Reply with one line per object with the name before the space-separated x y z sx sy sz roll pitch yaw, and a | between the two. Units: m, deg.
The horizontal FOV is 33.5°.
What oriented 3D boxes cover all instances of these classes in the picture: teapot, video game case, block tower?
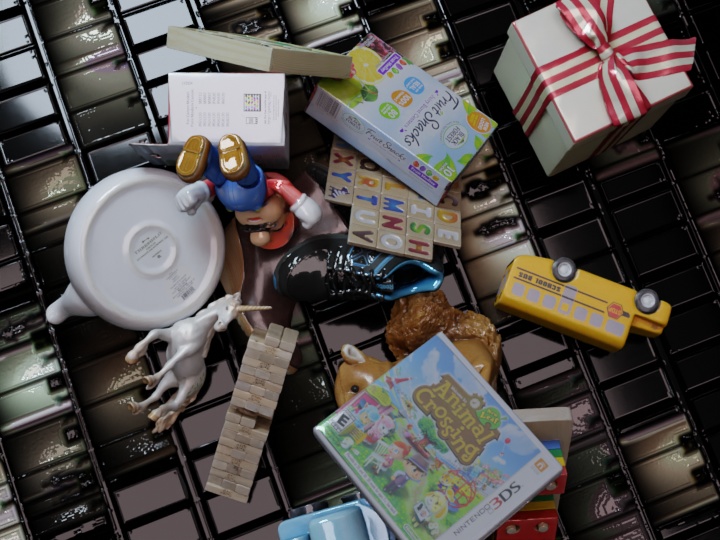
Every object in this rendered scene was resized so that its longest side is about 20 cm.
teapot | -0.256 -0.029 1.398 0.198 0.146 0.200 4 91 -22
video game case | 0.080 0.188 1.246 0.181 0.022 0.200 -35 68 -18
block tower | -0.125 0.161 1.374 0.053 0.058 0.202 18 103 -2

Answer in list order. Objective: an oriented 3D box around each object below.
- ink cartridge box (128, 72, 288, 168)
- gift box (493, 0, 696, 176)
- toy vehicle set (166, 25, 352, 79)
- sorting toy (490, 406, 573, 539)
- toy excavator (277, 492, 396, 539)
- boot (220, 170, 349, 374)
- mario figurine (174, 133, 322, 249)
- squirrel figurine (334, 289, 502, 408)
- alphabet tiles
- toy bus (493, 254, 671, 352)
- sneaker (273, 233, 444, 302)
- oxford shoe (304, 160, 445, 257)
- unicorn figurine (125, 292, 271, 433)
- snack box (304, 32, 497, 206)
ink cartridge box | -0.170 -0.172 1.393 0.173 0.200 0.085 0 88 -3
gift box | 0.284 -0.248 1.439 0.199 0.187 0.186 -30 83 -7
toy vehicle set | -0.121 -0.257 1.407 0.199 0.123 0.027 21 107 43
sorting toy | 0.133 0.249 1.331 0.196 0.201 0.070 -3 44 -3
toy excavator | -0.058 0.310 1.313 0.192 0.200 0.101 -16 80 3
boot | -0.079 0.001 1.419 0.166 0.072 0.201 -34 74 8
mario figurine | -0.123 -0.071 1.317 0.123 0.200 0.106 37 88 28
squirrel figurine | 0.068 0.120 1.403 0.184 0.142 0.202 6 57 13
alphabet tiles | 0.040 -0.087 1.417 0.165 0.008 0.201 12 41 -5
toy bus | 0.268 0.041 1.445 0.198 0.065 0.079 21 79 1
sneaker | 0.000 0.000 1.362 0.198 0.082 0.074 -9 115 -12
oxford shoe | 0.024 -0.085 1.466 0.199 0.073 0.085 29 54 7
unicorn figurine | -0.198 0.097 1.358 0.137 0.200 0.074 -35 77 -35
snack box | 0.051 -0.187 1.454 0.199 0.053 0.142 37 48 4
